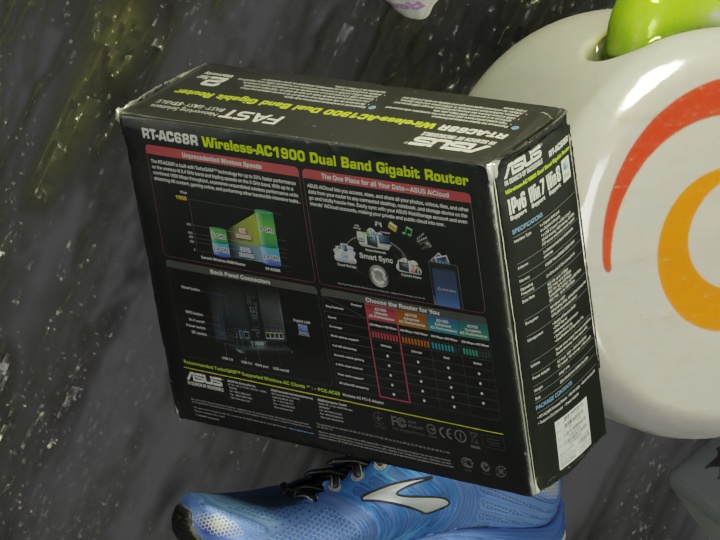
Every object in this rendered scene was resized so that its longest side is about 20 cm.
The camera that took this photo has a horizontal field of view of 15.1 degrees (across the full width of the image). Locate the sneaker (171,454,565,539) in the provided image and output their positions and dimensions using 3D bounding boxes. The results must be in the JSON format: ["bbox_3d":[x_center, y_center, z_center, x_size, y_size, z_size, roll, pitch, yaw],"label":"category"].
[{"bbox_3d":[0.005,0.099,1.259,0.200,0.079,0.089,-4,104,-29],"label":"sneaker"}]

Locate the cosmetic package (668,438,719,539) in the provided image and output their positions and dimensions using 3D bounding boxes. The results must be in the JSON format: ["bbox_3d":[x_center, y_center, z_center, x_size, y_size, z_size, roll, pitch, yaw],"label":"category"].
[{"bbox_3d":[0.290,0.144,1.328,0.165,0.165,0.200,-40,118,-5],"label":"cosmetic package"}]

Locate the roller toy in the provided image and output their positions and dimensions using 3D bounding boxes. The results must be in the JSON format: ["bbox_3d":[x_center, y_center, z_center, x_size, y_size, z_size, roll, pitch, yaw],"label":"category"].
[{"bbox_3d":[0.130,-0.022,1.217,0.182,0.140,0.200,39,82,-27],"label":"roller toy"}]

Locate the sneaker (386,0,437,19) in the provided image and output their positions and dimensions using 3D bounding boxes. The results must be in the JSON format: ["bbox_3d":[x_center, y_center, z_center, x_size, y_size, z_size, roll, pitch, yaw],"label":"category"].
[{"bbox_3d":[0.075,-0.188,1.184,0.200,0.075,0.100,-36,137,-6],"label":"sneaker"}]

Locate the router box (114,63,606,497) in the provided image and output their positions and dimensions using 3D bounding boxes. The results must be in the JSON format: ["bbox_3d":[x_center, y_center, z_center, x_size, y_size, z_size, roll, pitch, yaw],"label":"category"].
[{"bbox_3d":[0.000,0.000,1.145,0.062,0.200,0.150,-35,125,-44],"label":"router box"}]
